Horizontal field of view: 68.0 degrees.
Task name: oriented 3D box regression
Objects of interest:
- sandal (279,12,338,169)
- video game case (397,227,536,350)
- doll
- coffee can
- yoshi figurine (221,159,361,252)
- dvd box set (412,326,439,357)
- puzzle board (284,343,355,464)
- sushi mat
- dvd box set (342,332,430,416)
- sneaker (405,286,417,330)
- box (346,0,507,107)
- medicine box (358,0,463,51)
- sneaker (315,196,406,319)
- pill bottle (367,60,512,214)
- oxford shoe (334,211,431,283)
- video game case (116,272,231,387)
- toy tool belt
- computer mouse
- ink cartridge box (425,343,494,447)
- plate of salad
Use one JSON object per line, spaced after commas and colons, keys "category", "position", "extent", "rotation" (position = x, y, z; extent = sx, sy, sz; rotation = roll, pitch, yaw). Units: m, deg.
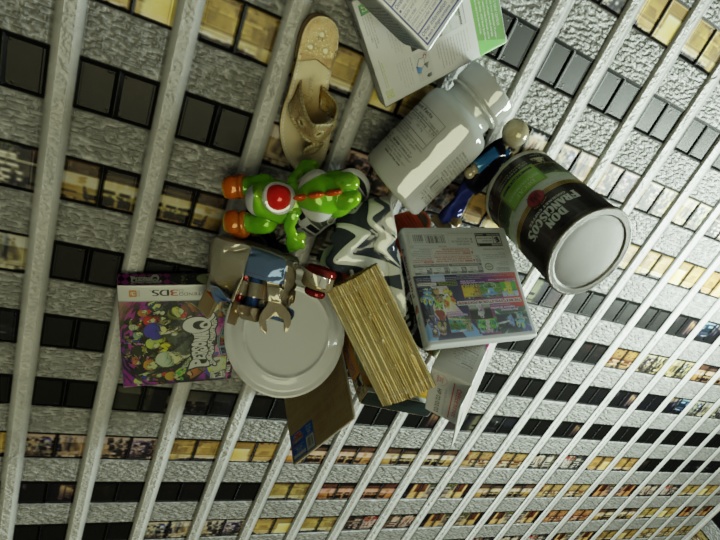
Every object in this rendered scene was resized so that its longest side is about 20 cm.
{"category": "sandal", "position": [-0.062, -0.216, 0.705], "extent": [0.075, 0.070, 0.218], "rotation": [-1, 124, -19]}
{"category": "video game case", "position": [0.162, 0.021, 0.814], "extent": [0.193, 0.188, 0.023], "rotation": [-1, 156, -24]}
{"category": "doll", "position": [0.188, -0.150, 0.829], "extent": [0.135, 0.048, 0.202], "rotation": [-33, 162, -50]}
{"category": "coffee can", "position": [0.309, -0.082, 0.857], "extent": [0.141, 0.202, 0.150], "rotation": [-10, 127, -13]}
{"category": "yoshi figurine", "position": [-0.085, -0.096, 0.734], "extent": [0.193, 0.114, 0.115], "rotation": [-4, 133, 17]}
{"category": "dvd box set", "position": [0.161, 0.086, 0.940], "extent": [0.149, 0.029, 0.200], "rotation": [-59, 152, -4]}
{"category": "puzzle board", "position": [-0.075, 0.222, 0.921], "extent": [0.017, 0.155, 0.200], "rotation": [11, 139, -34]}
{"category": "sushi mat", "position": [0.029, 0.098, 0.772], "extent": [0.093, 0.012, 0.205], "rotation": [-22, 101, 21]}
{"category": "dvd box set", "position": [0.034, 0.153, 0.917], "extent": [0.143, 0.202, 0.030], "rotation": [19, 118, -29]}
{"category": "sneaker", "position": [0.072, 0.046, 0.945], "extent": [0.198, 0.113, 0.078], "rotation": [-28, 114, -44]}
{"category": "box", "position": [0.092, -0.331, 0.708], "extent": [0.195, 0.037, 0.147], "rotation": [-26, 129, 0]}
{"category": "medicine box", "position": [0.047, -0.386, 0.580], "extent": [0.197, 0.104, 0.184], "rotation": [33, 103, -24]}
{"category": "sneaker", "position": [0.000, 0.000, 0.801], "extent": [0.125, 0.080, 0.206], "rotation": [-8, 111, 6]}
{"category": "pill bottle", "position": [0.114, -0.190, 0.763], "extent": [0.199, 0.115, 0.114], "rotation": [-43, 127, 12]}
{"category": "oxford shoe", "position": [0.038, -0.025, 0.891], "extent": [0.197, 0.073, 0.073], "rotation": [-35, 148, 11]}
{"category": "video game case", "position": [-0.291, 0.096, 0.857], "extent": [0.175, 0.036, 0.205], "rotation": [0, 123, -21]}
{"category": "toy tool belt", "position": [-0.138, 0.033, 0.766], "extent": [0.194, 0.125, 0.127], "rotation": [18, 95, 12]}
{"category": "computer mouse", "position": [-0.073, -0.090, 0.809], "extent": [0.196, 0.044, 0.111], "rotation": [-31, 127, 8]}
{"category": "ink cartridge box", "position": [0.156, 0.154, 0.834], "extent": [0.066, 0.201, 0.118], "rotation": [20, 139, 20]}
{"category": "plate of salad", "position": [-0.120, 0.098, 0.856], "extent": [0.193, 0.048, 0.208], "rotation": [2, 82, -17]}
